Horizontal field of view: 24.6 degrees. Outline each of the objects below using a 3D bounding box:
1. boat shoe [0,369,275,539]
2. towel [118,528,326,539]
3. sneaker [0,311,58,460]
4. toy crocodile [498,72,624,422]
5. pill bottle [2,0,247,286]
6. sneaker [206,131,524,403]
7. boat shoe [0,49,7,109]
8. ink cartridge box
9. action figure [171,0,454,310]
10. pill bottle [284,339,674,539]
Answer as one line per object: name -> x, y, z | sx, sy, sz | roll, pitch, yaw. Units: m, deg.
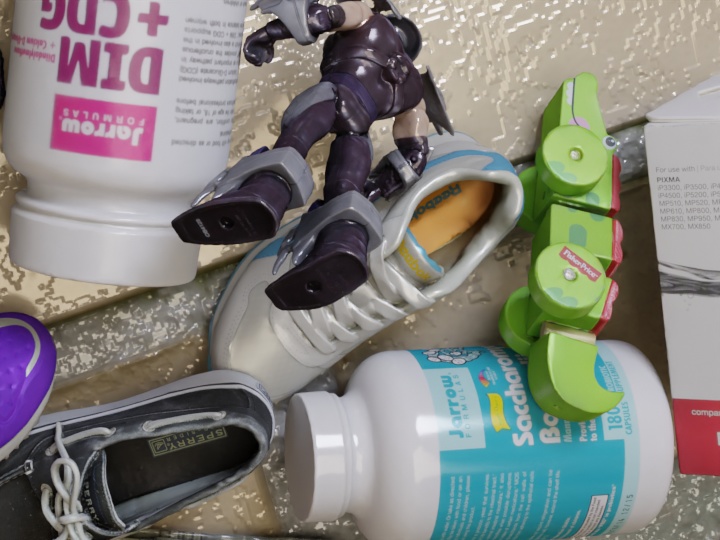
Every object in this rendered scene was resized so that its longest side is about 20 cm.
boat shoe -> -0.139, 0.113, 0.860 | 0.199, 0.068, 0.074 | -15, 107, 3
towel -> -0.080, 0.243, 0.946 | 0.192, 0.035, 0.200 | 10, 100, -15
sneaker -> -0.225, 0.066, 0.791 | 0.200, 0.100, 0.070 | -32, 69, -34
toy crocodile -> 0.115, -0.016, 0.890 | 0.062, 0.068, 0.200 | 12, 60, -9
pill bottle -> -0.117, -0.099, 0.818 | 0.113, 0.113, 0.200 | 4, 99, -17
sneaker -> 0.000, 0.000, 0.891 | 0.200, 0.081, 0.077 | -42, 111, -4
boat shoe -> -0.219, -0.058, 0.816 | 0.093, 0.075, 0.200 | -5, 102, -10
ink cartridge box -> 0.227, -0.003, 0.919 | 0.147, 0.083, 0.200 | -31, 116, -56
action figure -> -0.014, -0.072, 0.809 | 0.130, 0.069, 0.200 | 48, 41, -21
pill bottle -> 0.062, 0.097, 0.912 | 0.200, 0.111, 0.111 | -3, 101, -17
